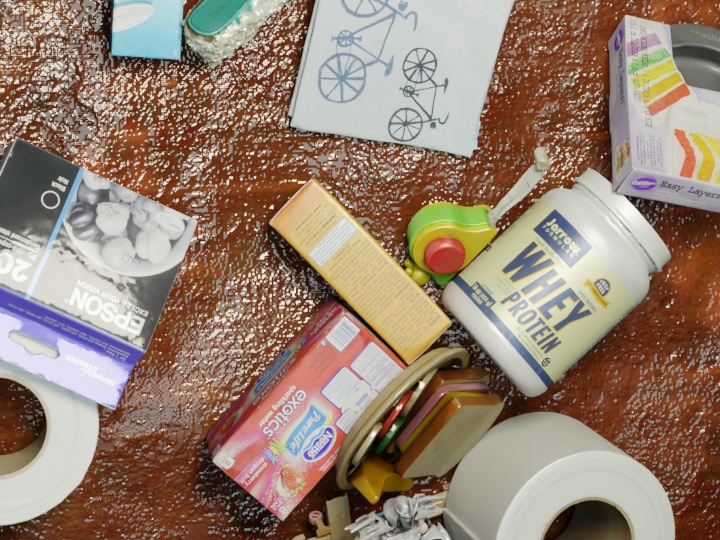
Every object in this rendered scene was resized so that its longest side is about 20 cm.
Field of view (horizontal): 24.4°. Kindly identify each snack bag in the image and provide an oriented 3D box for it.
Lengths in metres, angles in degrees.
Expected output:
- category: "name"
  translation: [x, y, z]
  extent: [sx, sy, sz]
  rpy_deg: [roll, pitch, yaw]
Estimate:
- category: "snack bag"
  translation: [0.043, -0.214, 1.636]
  extent: [0.198, 0.021, 0.190]
  rpy_deg: [8, 114, -13]

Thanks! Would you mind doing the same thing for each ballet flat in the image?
- category: "ballet flat"
  translation: [-0.094, -0.270, 1.599]
  extent: [0.200, 0.072, 0.072]
  rpy_deg: [-44, 105, -17]

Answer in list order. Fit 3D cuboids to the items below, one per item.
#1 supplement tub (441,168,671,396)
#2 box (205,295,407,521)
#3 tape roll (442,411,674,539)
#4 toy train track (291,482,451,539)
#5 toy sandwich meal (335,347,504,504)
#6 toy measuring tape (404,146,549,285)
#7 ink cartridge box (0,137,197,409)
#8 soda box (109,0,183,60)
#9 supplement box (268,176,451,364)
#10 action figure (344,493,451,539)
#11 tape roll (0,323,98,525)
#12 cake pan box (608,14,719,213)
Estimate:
- category: "supplement tub"
  translation: [0.195, 0.011, 1.662]
  extent: [0.200, 0.145, 0.145]
  rpy_deg: [-43, 104, 1]
- category: "box"
  translation: [-0.053, 0.136, 1.670]
  extent: [0.100, 0.095, 0.200]
  rpy_deg: [41, 91, -13]
- category: "tape roll"
  translation: [0.202, 0.260, 1.702]
  extent: [0.201, 0.139, 0.205]
  rpy_deg: [-4, 103, -18]
- category: "toy train track"
  translation: [0.015, 0.258, 1.734]
  extent: [0.198, 0.033, 0.116]
  rpy_deg: [-16, 126, -15]
- category: "toy sandwich meal"
  translation: [0.058, 0.160, 1.650]
  extent: [0.070, 0.205, 0.205]
  rpy_deg: [42, 92, 18]
- category: "toy measuring tape"
  translation: [0.102, -0.057, 1.651]
  extent: [0.073, 0.074, 0.200]
  rpy_deg: [33, 122, -14]
- category: "ink cartridge box"
  translation: [-0.281, 0.003, 1.594]
  extent: [0.197, 0.043, 0.201]
  rpy_deg: [24, 71, -14]
- category: "soda box"
  translation: [-0.200, -0.303, 1.577]
  extent: [0.067, 0.064, 0.202]
  rpy_deg: [2, 100, -10]
- category: "supplement box"
  translation: [0.000, 0.000, 1.653]
  extent: [0.200, 0.067, 0.069]
  rpy_deg: [44, 92, -4]
- category: "action figure"
  translation: [0.029, 0.302, 1.697]
  extent: [0.129, 0.070, 0.201]
  rpy_deg: [-6, 130, -27]
- category: "tape roll"
  translation: [-0.356, 0.143, 1.634]
  extent: [0.200, 0.071, 0.205]
  rpy_deg: [-2, 102, -9]
- category: "cake pan box"
  translation: [0.339, -0.152, 1.653]
  extent: [0.182, 0.052, 0.202]
  rpy_deg: [12, 57, -12]
